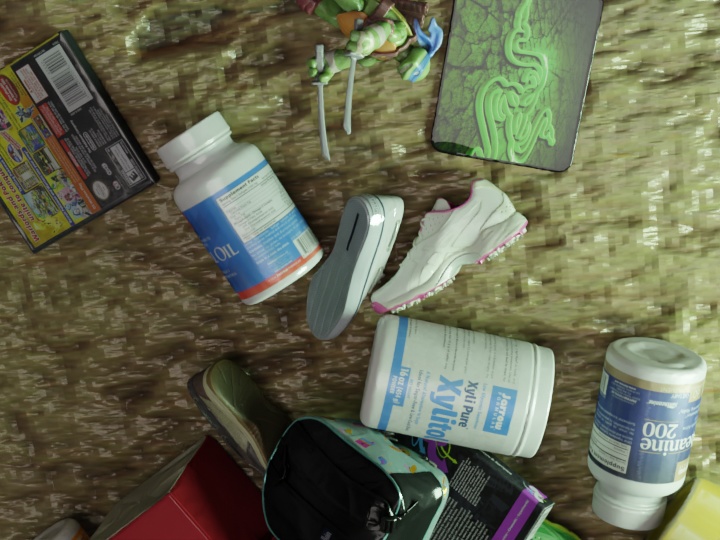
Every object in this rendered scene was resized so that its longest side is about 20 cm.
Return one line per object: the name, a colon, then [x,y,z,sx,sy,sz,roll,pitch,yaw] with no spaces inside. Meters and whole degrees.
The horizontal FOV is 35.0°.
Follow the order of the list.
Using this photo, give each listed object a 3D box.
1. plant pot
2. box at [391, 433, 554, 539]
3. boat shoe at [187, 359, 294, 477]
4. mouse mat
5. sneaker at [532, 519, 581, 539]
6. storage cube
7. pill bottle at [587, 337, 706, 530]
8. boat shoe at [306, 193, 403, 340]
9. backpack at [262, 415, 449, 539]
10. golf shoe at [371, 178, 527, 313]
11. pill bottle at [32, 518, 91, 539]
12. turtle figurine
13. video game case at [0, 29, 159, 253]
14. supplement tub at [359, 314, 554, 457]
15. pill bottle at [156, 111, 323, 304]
plant pot: [0.423,0.341,1.293,0.189,0.201,0.201,36,108,13]
box: [0.109,0.268,1.337,0.200,0.036,0.143,37,109,24]
boat shoe: [-0.133,0.192,1.376,0.066,0.072,0.201,-16,120,41]
mouse mat: [0.169,-0.215,1.247,0.160,0.008,0.201,10,108,4]
sneaker: [0.178,0.317,1.357,0.199,0.084,0.074,22,109,10]
storage cube: [-0.206,0.339,1.371,0.200,0.171,0.180,-38,97,16]
pill bottle: [0.319,0.186,1.290,0.111,0.111,0.201,8,107,5]
boat shoe: [0.000,0.000,1.296,0.074,0.067,0.200,55,136,32]
backpack: [-0.011,0.261,1.300,0.200,0.153,0.176,30,107,34]
golf shoe: [0.087,-0.027,1.286,0.200,0.075,0.092,-33,89,9]
pill bottle: [-0.349,0.423,1.442,0.116,0.116,0.200,-34,100,15]
turtle figurine: [-0.033,-0.242,1.194,0.200,0.144,0.194,-42,94,12]
video game case: [-0.360,-0.147,1.323,0.180,0.026,0.200,-28,102,14]
supplement tub: [0.107,0.130,1.286,0.199,0.132,0.132,11,107,1]
pill bottle: [-0.138,-0.072,1.272,0.112,0.112,0.200,-31,99,14]
